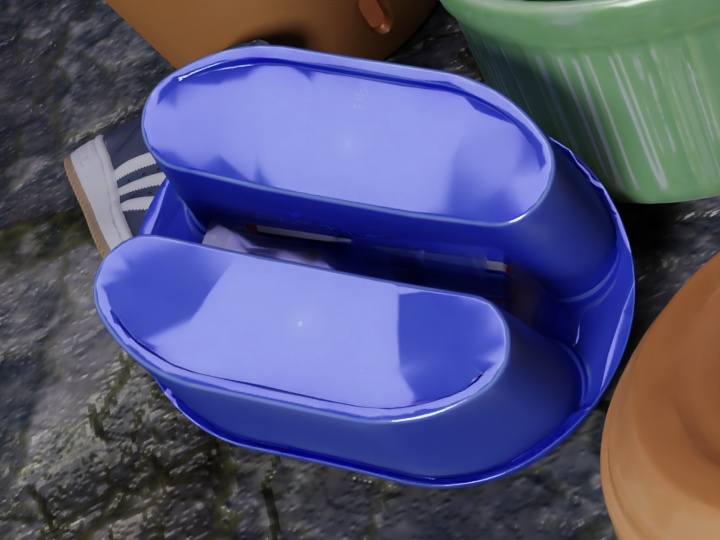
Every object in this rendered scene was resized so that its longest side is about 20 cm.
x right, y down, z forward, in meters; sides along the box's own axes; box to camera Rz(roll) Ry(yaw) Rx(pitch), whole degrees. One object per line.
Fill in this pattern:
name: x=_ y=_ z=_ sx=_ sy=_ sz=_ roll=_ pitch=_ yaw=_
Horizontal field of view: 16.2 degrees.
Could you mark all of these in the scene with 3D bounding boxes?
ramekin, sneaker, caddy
ramekin: x=0.131 y=-0.113 z=0.975 sx=0.199 sy=0.098 sz=0.200 roll=-17 pitch=30 yaw=10
sneaker: x=-0.055 y=-0.028 z=1.059 sx=0.108 sy=0.070 sz=0.200 roll=-34 pitch=32 yaw=0
caddy: x=0.000 y=0.000 z=0.925 sx=0.199 sy=0.105 sz=0.142 roll=11 pitch=78 yaw=21

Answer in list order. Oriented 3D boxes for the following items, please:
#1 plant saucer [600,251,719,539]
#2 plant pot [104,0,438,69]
plant saucer: x=0.169 y=0.035 z=0.839 sx=0.199 sy=0.038 sz=0.201 roll=-20 pitch=37 yaw=16
plant pot: x=-0.046 y=-0.171 z=1.167 sx=0.199 sy=0.140 sz=0.201 roll=-21 pitch=36 yaw=16
